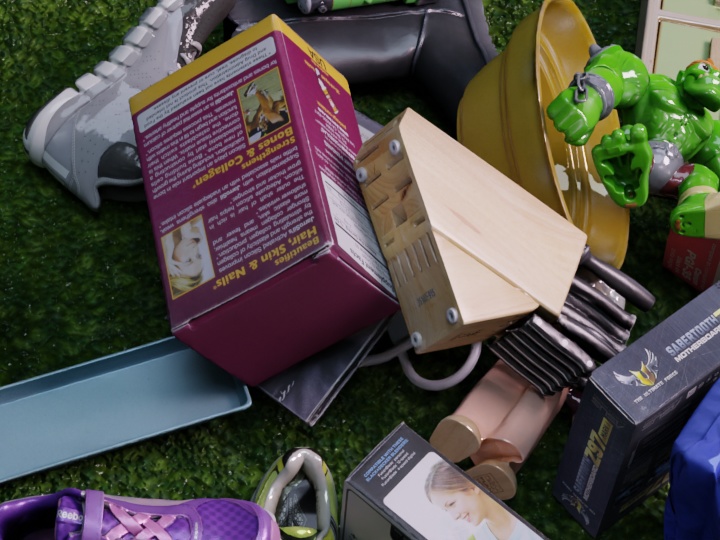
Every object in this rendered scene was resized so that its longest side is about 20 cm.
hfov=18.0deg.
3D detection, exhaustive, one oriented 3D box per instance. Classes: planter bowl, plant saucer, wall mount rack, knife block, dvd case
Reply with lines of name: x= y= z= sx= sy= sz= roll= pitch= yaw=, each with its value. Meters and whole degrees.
planter bowl: x=0.120 y=-0.087 z=1.590 sx=0.083 sy=0.201 sz=0.202 roll=-11 pitch=52 yaw=21
plant saucer: x=-0.176 y=0.094 z=1.533 sx=0.198 sy=0.019 sz=0.070 roll=-16 pitch=60 yaw=-6
wall mount rack: x=0.000 y=0.000 z=1.600 sx=0.173 sy=0.075 sz=0.201 roll=-29 pitch=56 yaw=13
knife block: x=0.105 y=-0.013 z=1.504 sx=0.175 sy=0.064 sz=0.201 roll=-11 pitch=76 yaw=-35
dvd case: x=-0.026 y=-0.009 z=1.568 sx=0.148 sy=0.016 sz=0.200 roll=33 pitch=81 yaw=34

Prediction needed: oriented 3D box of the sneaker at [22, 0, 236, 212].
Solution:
sneaker: x=-0.140 y=-0.118 z=1.662 sx=0.200 sy=0.075 sz=0.116 roll=-43 pitch=76 yaw=-7

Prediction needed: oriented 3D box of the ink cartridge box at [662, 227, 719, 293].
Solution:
ink cartridge box: x=0.340 y=-0.012 z=1.626 sx=0.200 sy=0.083 sz=0.146 roll=37 pitch=60 yaw=20

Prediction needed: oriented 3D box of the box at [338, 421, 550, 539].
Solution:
box: x=0.078 y=0.200 z=1.441 sx=0.200 sy=0.117 sz=0.060 roll=39 pitch=63 yaw=18

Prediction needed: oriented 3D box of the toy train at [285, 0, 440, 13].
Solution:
toy train: x=0.032 y=-0.226 z=1.715 sx=0.199 sy=0.042 sz=0.057 roll=-12 pitch=52 yaw=-21

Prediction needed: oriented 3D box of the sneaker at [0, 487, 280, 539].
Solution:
sneaker: x=-0.151 y=0.172 z=1.424 sx=0.198 sy=0.089 sz=0.081 roll=-6 pitch=53 yaw=16

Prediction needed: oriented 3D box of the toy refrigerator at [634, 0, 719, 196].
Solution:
toy refrigerator: x=0.247 y=-0.155 z=1.725 sx=0.075 sy=0.070 sz=0.201 roll=10 pitch=55 yaw=3

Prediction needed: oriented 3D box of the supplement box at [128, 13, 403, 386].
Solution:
supplement box: x=-0.065 y=-0.048 z=1.526 sx=0.130 sy=0.103 sz=0.201 roll=-26 pitch=54 yaw=20

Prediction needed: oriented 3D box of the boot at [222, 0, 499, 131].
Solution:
boot: x=0.000 y=-0.149 z=1.697 sx=0.198 sy=0.066 sz=0.166 roll=-1 pitch=43 yaw=-12

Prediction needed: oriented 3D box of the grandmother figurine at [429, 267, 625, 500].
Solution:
grandmother figurine: x=0.125 y=0.071 z=1.554 sx=0.122 sy=0.060 sz=0.200 roll=56 pitch=48 yaw=-21

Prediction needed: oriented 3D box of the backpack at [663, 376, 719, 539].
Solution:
backpack: x=0.282 y=0.157 z=1.438 sx=0.167 sy=0.201 sz=0.162 roll=33 pitch=64 yaw=28

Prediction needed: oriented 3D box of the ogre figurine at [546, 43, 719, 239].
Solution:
ogre figurine: x=0.208 y=-0.085 z=1.547 sx=0.199 sy=0.098 sz=0.120 roll=17 pitch=40 yaw=-10

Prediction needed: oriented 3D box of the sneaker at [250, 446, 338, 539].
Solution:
sneaker: x=-0.051 y=0.205 z=1.449 sx=0.075 sy=0.077 sz=0.201 roll=2 pitch=57 yaw=-6

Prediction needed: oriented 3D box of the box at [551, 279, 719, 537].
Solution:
box: x=0.224 y=0.074 z=1.512 sx=0.199 sy=0.158 sz=0.051 roll=-33 pitch=64 yaw=-23
